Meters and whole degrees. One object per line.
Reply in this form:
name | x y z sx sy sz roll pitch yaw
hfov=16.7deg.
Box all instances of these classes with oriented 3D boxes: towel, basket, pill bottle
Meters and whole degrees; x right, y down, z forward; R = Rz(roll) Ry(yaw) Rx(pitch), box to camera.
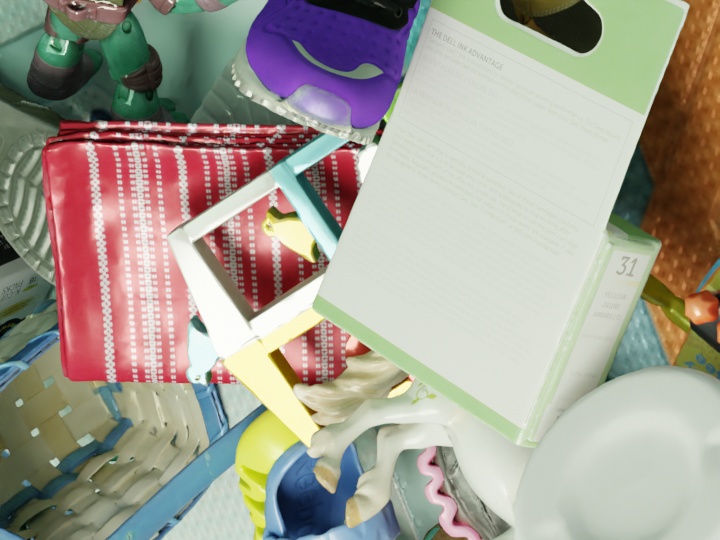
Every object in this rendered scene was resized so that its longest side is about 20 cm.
towel | -0.054 -0.005 1.209 0.200 0.022 0.145 1 118 2
basket | -0.135 0.090 1.306 0.200 0.176 0.139 4 126 54
pill bottle | 0.161 0.137 1.041 0.114 0.114 0.200 0 148 41

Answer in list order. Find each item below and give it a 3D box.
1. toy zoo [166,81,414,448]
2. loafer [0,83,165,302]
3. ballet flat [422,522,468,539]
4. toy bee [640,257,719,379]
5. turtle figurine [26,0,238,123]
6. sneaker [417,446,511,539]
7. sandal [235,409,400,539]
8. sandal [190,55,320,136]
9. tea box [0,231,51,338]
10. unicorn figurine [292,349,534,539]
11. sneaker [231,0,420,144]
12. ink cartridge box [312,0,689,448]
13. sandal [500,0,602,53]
toy zoo | 0.000 0.000 1.168 0.200 0.020 0.131 -33 98 16
loafer | -0.163 -0.054 1.280 0.200 0.070 0.075 39 114 21
ballet flat | 0.072 0.224 1.244 0.068 0.072 0.200 -19 95 45
toy bee | 0.162 0.019 1.055 0.131 0.109 0.200 22 122 33
turtle figurine | -0.123 -0.157 1.236 0.150 0.101 0.200 51 146 32
sneaker | 0.099 0.128 1.194 0.095 0.079 0.200 -28 89 22
sandal | -0.017 0.160 1.258 0.087 0.079 0.200 47 156 42
sandal | -0.053 -0.055 1.253 0.203 0.050 0.082 -47 60 30
tea box | -0.308 0.044 1.409 0.134 0.200 0.197 44 130 18
unicorn figurine | 0.070 0.099 1.124 0.200 0.137 0.074 52 170 4
sneaker | -0.002 -0.134 1.086 0.070 0.200 0.100 22 118 -5
ink cartridge box | 0.069 -0.041 1.069 0.146 0.048 0.200 33 105 42
sandal | 0.093 -0.153 1.079 0.080 0.054 0.200 41 130 20
